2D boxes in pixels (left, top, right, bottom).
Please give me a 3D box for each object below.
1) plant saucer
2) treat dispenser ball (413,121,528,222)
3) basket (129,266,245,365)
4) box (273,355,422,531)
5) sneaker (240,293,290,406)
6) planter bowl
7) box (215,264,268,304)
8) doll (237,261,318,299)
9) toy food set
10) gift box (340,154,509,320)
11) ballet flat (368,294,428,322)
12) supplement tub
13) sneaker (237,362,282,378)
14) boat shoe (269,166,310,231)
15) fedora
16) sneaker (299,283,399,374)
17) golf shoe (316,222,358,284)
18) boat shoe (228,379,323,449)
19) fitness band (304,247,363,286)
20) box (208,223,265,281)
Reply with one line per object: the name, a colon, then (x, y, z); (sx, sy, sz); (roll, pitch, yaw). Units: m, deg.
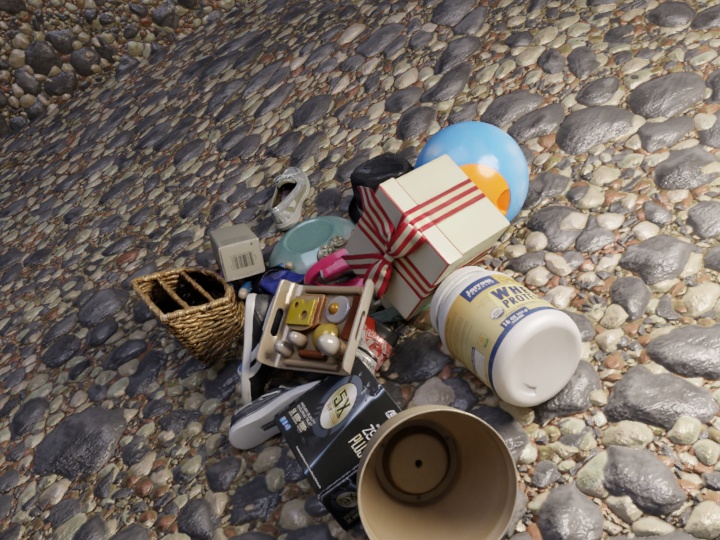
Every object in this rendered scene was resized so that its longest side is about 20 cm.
plant saucer: (-0.097, -0.056, 1.671); (0.199, 0.039, 0.202); (-15, 36, 11)
treat dispenser ball: (0.190, -0.156, 1.453); (0.200, 0.201, 0.202); (-20, 37, 16)
basket: (-0.313, 0.054, 1.571); (0.143, 0.149, 0.200); (-44, 35, -10)
box: (-0.013, 0.245, 1.224); (0.163, 0.086, 0.200); (-35, 35, -6)
sneaker: (-0.140, 0.141, 1.409); (0.111, 0.202, 0.073); (2, 4, 1)
planter bowl: (0.085, 0.261, 1.066); (0.200, 0.201, 0.135); (-35, 8, -5)
box: (-0.240, 0.042, 1.684); (0.142, 0.036, 0.200); (-34, 37, -3)
doll: (-0.170, 0.023, 1.570); (0.136, 0.049, 0.199); (-31, 25, -33)
toy food set: (-0.074, 0.081, 1.307); (0.199, 0.060, 0.145); (0, 67, 42)
gift box: (0.084, -0.056, 1.322); (0.200, 0.185, 0.186); (45, 50, 17)
ballet flat: (0.022, 0.059, 1.433); (0.199, 0.071, 0.069); (-20, 29, 16)
supplement tub: (0.201, 0.087, 1.201); (0.144, 0.145, 0.200); (-38, 36, -9)
sneaker: (-0.141, 0.117, 1.483); (0.200, 0.077, 0.076); (-39, 37, -8)
boat shoe: (-0.162, -0.172, 1.856); (0.074, 0.065, 0.203); (-15, 38, 22)
fedora: (0.050, -0.175, 1.674); (0.199, 0.092, 0.201); (-20, 36, 16)
sneaker: (-0.045, 0.106, 1.377); (0.200, 0.067, 0.108); (28, 76, 21)
golf shoe: (-0.005, -0.037, 1.570); (0.199, 0.097, 0.079); (-24, 69, -29)
boat shoe: (-0.127, 0.219, 1.361); (0.199, 0.072, 0.068); (-31, 36, 15)
fitness band: (0.000, 0.000, 1.467); (0.199, 0.144, 0.038); (-23, 65, 11)
box: (-0.243, -0.038, 1.631); (0.081, 0.069, 0.200); (-14, 14, -11)
